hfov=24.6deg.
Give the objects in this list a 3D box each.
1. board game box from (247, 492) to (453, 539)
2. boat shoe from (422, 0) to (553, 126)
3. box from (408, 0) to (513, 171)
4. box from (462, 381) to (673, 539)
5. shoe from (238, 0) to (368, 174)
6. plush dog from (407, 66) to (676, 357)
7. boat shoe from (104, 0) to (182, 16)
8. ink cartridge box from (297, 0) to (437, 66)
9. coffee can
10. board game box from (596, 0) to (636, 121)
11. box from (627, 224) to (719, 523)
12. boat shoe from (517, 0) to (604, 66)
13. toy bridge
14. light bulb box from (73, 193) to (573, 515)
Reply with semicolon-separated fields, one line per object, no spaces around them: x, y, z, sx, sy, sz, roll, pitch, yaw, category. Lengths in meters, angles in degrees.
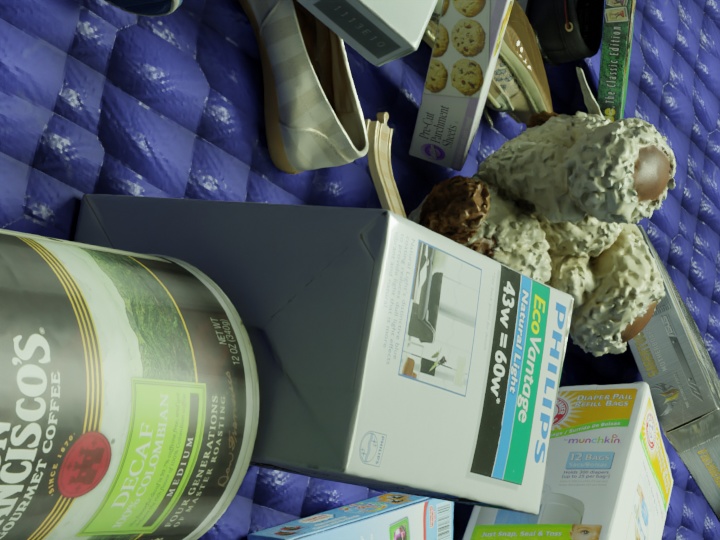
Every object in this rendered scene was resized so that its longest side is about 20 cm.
-0.002;0.228;1.057;0.199;0.036;0.153;-4;96;-58;board game box
0.082;-0.159;1.149;0.200;0.062;0.074;47;28;-51;boat shoe
0.067;-0.137;1.043;0.200;0.041;0.039;103;9;-59;box
0.152;0.184;1.197;0.201;0.112;0.102;-63;141;-48;box
-0.035;-0.155;0.962;0.070;0.053;0.202;-37;122;-50;shoe
0.099;-0.029;1.098;0.171;0.161;0.201;-26;143;-16;plush dog
-0.130;-0.216;0.795;0.073;0.072;0.201;-61;139;-36;boat shoe
-0.021;-0.242;0.923;0.200;0.043;0.175;37;60;-25;ink cartridge box
-0.158;0.054;0.704;0.199;0.145;0.148;10;84;-57;coffee can
0.197;-0.171;1.270;0.201;0.023;0.105;87;12;-47;board game box
0.263;0.085;1.357;0.159;0.048;0.201;50;18;-46;box
0.167;-0.253;1.263;0.074;0.063;0.203;31;66;-52;boat shoe
0.000;0.000;1.016;0.027;0.067;0.202;19;77;-55;toy bridge
-0.022;0.045;0.866;0.200;0.197;0.126;22;76;-54;light bulb box
